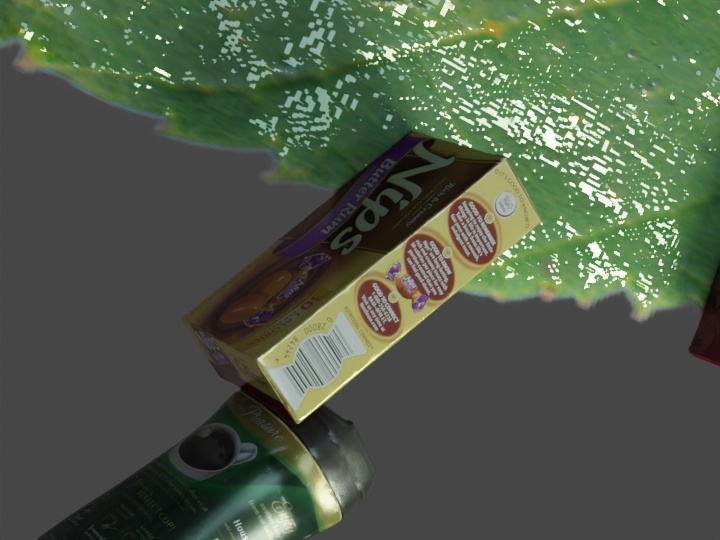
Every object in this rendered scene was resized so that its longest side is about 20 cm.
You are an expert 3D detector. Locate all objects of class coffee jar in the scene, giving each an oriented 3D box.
[{"bbox_3d":[-0.091,0.149,1.215,0.200,0.104,0.086,-36,124,-16],"label":"coffee jar"}]

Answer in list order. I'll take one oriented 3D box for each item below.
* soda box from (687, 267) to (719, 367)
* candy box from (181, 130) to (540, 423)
[{"bbox_3d":[0.309,-0.018,1.418,0.070,0.063,0.201,19,91,-30],"label":"soda box"},{"bbox_3d":[0.000,0.000,1.224,0.200,0.117,0.057,-40,116,-14],"label":"candy box"}]
